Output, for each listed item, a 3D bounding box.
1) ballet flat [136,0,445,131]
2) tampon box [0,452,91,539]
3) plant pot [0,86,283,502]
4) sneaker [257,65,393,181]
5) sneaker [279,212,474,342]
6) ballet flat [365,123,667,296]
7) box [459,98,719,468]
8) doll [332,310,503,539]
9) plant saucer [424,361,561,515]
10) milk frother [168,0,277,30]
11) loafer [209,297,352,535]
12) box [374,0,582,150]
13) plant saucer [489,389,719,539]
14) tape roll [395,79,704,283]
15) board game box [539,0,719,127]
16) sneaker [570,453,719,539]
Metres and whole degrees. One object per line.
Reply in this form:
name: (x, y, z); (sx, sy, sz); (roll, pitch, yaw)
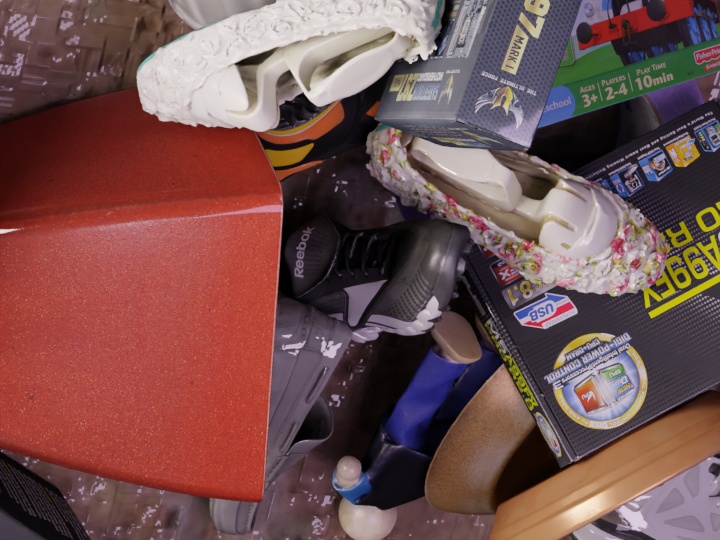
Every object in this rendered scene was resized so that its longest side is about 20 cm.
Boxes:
ballet flat: (-0.042, -0.117, 1.590); (0.199, 0.072, 0.072); (-22, 126, 22)
tampon box: (-0.281, 0.171, 1.714); (0.200, 0.126, 0.150); (37, 96, -33)
plant pot: (-0.154, 0.009, 1.667); (0.175, 0.200, 0.201); (-1, 114, -12)
sneaker: (0.010, -0.127, 1.754); (0.200, 0.070, 0.090); (-32, 154, -19)
sneaker: (0.000, 0.000, 1.738); (0.090, 0.200, 0.067); (22, 75, -17)
ballet flat: (0.095, -0.041, 1.712); (0.199, 0.064, 0.076); (22, 75, 0)
box: (0.175, 0.007, 1.767); (0.199, 0.044, 0.161); (-27, 83, -10)
doll: (0.041, 0.109, 1.845); (0.136, 0.049, 0.200); (-6, 139, -40)
plant saucer: (0.129, 0.096, 1.860); (0.200, 0.035, 0.200); (-36, 155, -19)
milk frother: (-0.085, -0.268, 1.598); (0.200, 0.180, 0.188); (-62, 161, -18)
loafer: (-0.053, 0.100, 1.790); (0.069, 0.070, 0.200); (13, 136, -4)
box: (0.075, -0.149, 1.585); (0.051, 0.200, 0.158); (21, 88, -12)
plant saucer: (0.165, 0.128, 1.806); (0.200, 0.200, 0.038); (-28, 86, -11)
tape roll: (0.123, -0.075, 1.821); (0.199, 0.066, 0.201); (-11, 118, -21)
board game box: (0.134, -0.200, 1.730); (0.151, 0.037, 0.201); (-18, 95, -23)
sneaker: (0.252, 0.164, 1.986); (0.200, 0.076, 0.116); (16, 108, -27)
